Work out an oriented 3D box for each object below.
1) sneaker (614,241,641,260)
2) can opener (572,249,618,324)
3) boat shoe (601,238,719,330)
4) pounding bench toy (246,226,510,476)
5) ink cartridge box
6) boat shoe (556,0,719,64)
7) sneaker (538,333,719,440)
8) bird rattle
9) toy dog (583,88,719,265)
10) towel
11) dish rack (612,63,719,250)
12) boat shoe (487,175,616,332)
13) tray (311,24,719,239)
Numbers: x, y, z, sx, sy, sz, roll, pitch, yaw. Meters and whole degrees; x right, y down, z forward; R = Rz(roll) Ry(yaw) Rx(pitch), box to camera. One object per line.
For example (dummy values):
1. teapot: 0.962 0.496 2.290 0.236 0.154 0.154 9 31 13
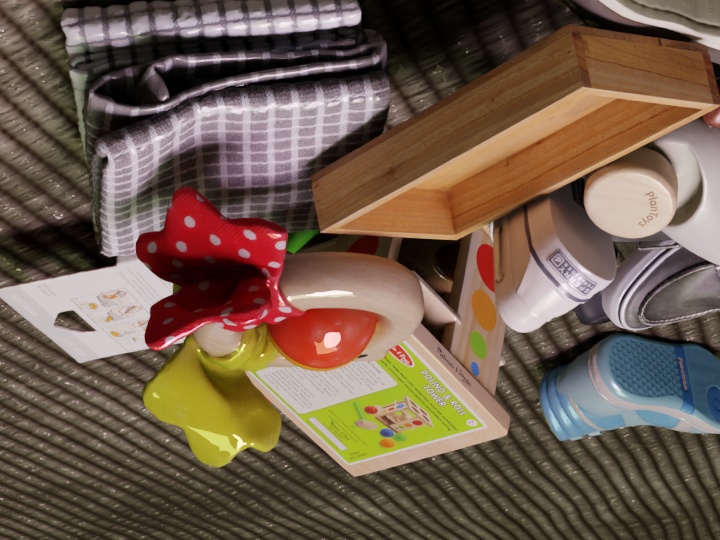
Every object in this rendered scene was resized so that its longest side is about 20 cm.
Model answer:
1. sneaker: 0.261 -0.023 1.403 0.199 0.078 0.080 9 146 -42
2. can opener: 0.126 0.010 1.464 0.063 0.079 0.200 -6 173 -30
3. boat shoe: 0.258 -0.006 1.327 0.199 0.071 0.072 -26 137 -6
4. pounding bench toy: 0.000 0.000 1.261 0.124 0.157 0.200 -19 131 34
5. ink cartridge box: -0.139 0.007 1.369 0.173 0.044 0.200 -9 162 6
6. boat shoe: 0.125 -0.143 0.976 0.060 0.072 0.201 -14 157 41
7. sneaker: 0.243 0.115 1.805 0.199 0.080 0.130 20 147 -37
8. bird rattle: -0.046 0.016 1.095 0.162 0.113 0.200 -4 151 -13
9. toy dog: 0.213 -0.040 1.079 0.199 0.132 0.096 21 141 -33
10. towel: -0.071 -0.073 1.087 0.165 0.086 0.200 -6 162 -7
11. dish rack: 0.222 -0.067 1.215 0.153 0.055 0.200 -7 146 -5
12. boat shoe: 0.103 -0.033 1.135 0.072 0.200 0.066 38 117 -22
13. tray: 0.074 -0.066 1.016 0.098 0.037 0.200 2 159 -40
